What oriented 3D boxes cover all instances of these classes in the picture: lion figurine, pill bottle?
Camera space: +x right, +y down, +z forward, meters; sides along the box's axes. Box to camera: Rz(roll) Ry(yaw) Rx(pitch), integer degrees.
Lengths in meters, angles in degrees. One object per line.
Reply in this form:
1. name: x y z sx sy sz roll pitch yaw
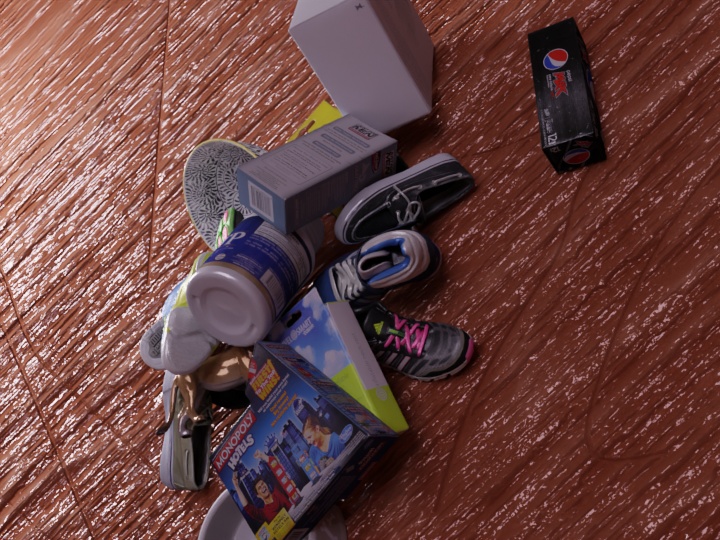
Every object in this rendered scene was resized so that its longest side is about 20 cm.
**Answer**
1. lion figurine: -0.181 0.136 1.159 0.199 0.073 0.123 -16 66 -4
2. pill bottle: -0.128 -0.006 1.155 0.119 0.120 0.200 -4 32 31

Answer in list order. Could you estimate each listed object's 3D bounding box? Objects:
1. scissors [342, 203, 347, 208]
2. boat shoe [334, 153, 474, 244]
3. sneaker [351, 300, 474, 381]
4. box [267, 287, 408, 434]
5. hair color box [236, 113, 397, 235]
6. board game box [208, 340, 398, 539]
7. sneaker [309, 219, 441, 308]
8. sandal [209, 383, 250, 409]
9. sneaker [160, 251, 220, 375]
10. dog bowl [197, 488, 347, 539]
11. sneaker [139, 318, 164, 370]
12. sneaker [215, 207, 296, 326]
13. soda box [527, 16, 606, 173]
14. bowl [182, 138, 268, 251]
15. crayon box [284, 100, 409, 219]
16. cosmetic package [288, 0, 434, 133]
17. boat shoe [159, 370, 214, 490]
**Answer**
1. scissors: -0.038 -0.139 1.271 0.073 0.014 0.200 -51 48 -2
2. boat shoe: 0.062 -0.084 1.182 0.199 0.074 0.068 -26 47 -16
3. sneaker: 0.043 0.084 1.104 0.199 0.087 0.074 7 67 35
4. box: -0.033 0.134 1.086 0.122 0.048 0.201 -42 65 37
5. hair color box: -0.055 -0.131 1.167 0.200 0.061 0.099 -32 50 -32
6. board game box: -0.084 0.191 1.045 0.200 0.062 0.200 -51 55 18
7. sneaker: 0.000 0.000 1.133 0.199 0.146 0.081 -19 79 18
8. sandal: -0.133 0.142 1.213 0.199 0.043 0.076 -13 57 26
9. sneaker: -0.230 0.071 1.187 0.105 0.076 0.201 -40 24 42
10. dog bowl: -0.116 0.339 1.077 0.199 0.059 0.201 -16 56 24
11. sneaker: -0.239 0.073 1.301 0.200 0.099 0.078 -37 84 -19
12. sneaker: -0.151 0.004 1.264 0.077 0.083 0.201 -41 67 54
13. soda box: 0.269 -0.231 1.159 0.070 0.063 0.201 -15 57 24
14. bowl: -0.161 -0.112 1.322 0.200 0.202 0.094 7 26 35
15. crayon box: -0.032 -0.159 1.318 0.127 0.051 0.200 -46 50 1
16. cosmetic package: 0.009 -0.329 1.261 0.122 0.200 0.201 -21 35 21
17. boat shoe: -0.228 0.200 1.209 0.062 0.072 0.201 1 87 28
